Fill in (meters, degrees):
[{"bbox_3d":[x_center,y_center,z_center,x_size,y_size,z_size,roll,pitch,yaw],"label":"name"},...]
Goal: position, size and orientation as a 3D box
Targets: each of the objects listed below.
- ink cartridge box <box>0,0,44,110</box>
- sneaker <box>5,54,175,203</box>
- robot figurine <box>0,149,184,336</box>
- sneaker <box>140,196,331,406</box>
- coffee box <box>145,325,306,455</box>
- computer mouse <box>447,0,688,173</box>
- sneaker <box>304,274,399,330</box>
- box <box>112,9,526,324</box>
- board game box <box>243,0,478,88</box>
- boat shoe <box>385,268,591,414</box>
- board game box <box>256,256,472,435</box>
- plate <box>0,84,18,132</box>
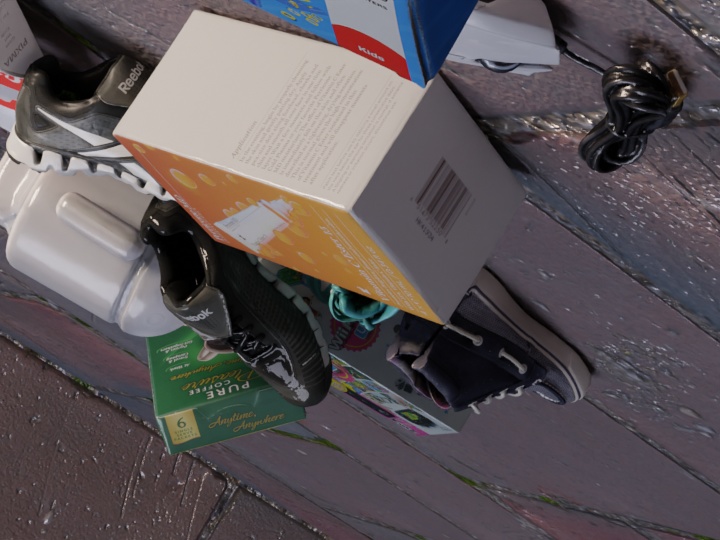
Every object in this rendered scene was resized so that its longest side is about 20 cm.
[{"bbox_3d":[-0.295,-0.166,1.493,0.161,0.050,0.200,23,151,29],"label":"ink cartridge box"},{"bbox_3d":[-0.146,-0.101,1.444,0.199,0.067,0.091,11,128,5],"label":"sneaker"},{"bbox_3d":[-0.189,-0.024,1.604,0.200,0.113,0.170,30,179,2],"label":"robot figurine"},{"bbox_3d":[-0.096,0.024,1.507,0.066,0.091,0.200,-22,105,38],"label":"sneaker"},{"bbox_3d":[-0.119,0.074,1.788,0.200,0.123,0.044,-111,6,-60],"label":"coffee box"},{"bbox_3d":[0.056,-0.110,0.996,0.200,0.044,0.110,30,169,-3],"label":"computer mouse"},{"bbox_3d":[0.000,0.000,1.464,0.077,0.080,0.200,34,162,-11],"label":"sneaker"},{"bbox_3d":[-0.025,-0.063,1.236,0.200,0.098,0.124,20,161,41],"label":"box"},{"bbox_3d":[-0.023,-0.177,0.531,0.195,0.200,0.056,26,167,15],"label":"board game box"},{"bbox_3d":[0.091,0.071,1.539,0.075,0.093,0.200,17,162,46],"label":"boat shoe"},{"bbox_3d":[-0.009,0.054,1.657,0.200,0.064,0.148,32,168,-7],"label":"board game box"},{"bbox_3d":[-0.263,-0.139,1.660,0.199,0.032,0.200,31,168,-3],"label":"plate"}]
